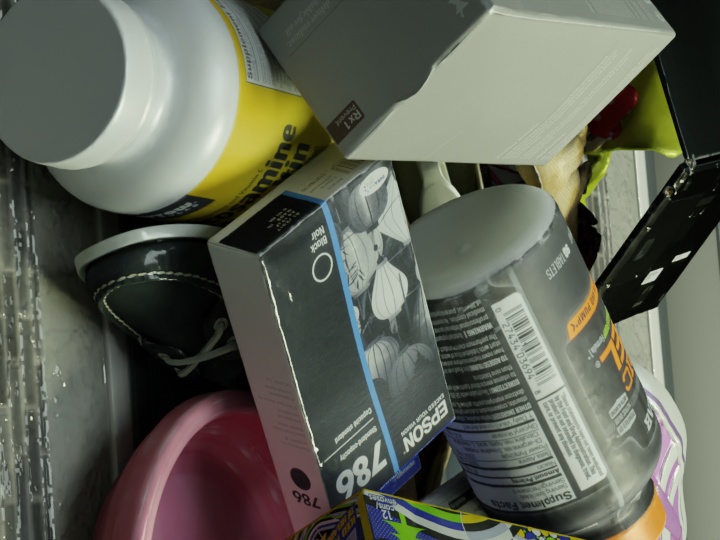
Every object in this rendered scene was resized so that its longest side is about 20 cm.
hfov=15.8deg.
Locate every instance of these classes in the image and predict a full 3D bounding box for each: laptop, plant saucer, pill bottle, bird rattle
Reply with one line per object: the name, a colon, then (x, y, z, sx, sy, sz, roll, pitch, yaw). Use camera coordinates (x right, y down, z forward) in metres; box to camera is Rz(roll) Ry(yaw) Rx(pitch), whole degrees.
laptop: (0.162, -0.073, 1.498, 0.103, 0.200, 0.177, 40, 20, 15)
plant saucer: (-0.071, 0.160, 1.260, 0.200, 0.051, 0.202, 21, 66, -59)
pill bottle: (0.091, 0.064, 1.348, 0.201, 0.106, 0.106, 63, 35, -24)
pill bottle: (-0.086, -0.079, 1.224, 0.200, 0.112, 0.113, 9, 76, -59)
bird rattle: (0.109, -0.112, 1.585, 0.163, 0.113, 0.200, 51, 18, 26)

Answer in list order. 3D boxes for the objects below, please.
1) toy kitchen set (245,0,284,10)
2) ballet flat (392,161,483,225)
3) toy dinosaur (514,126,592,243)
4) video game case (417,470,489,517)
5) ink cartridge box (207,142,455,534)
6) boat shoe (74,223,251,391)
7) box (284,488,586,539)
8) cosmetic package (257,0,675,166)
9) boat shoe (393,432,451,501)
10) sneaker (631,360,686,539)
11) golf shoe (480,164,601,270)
toy kitchen set: (-0.003, -0.224, 1.354, 0.180, 0.162, 0.201, -48, 125, -53)
ballet flat: (0.036, -0.078, 1.397, 0.069, 0.069, 0.201, -31, 109, -59)
toy dinosaur: (0.102, -0.062, 1.415, 0.200, 0.058, 0.102, 60, 30, -55)
video game case: (0.064, 0.206, 1.334, 0.183, 0.024, 0.200, 58, 35, 3)
ink cartridge box: (-0.007, 0.047, 1.252, 0.099, 0.039, 0.201, -41, 130, -35)
boat shoe: (-0.068, 0.026, 1.266, 0.200, 0.075, 0.061, 19, 54, -57)
box: (0.055, 0.165, 1.273, 0.199, 0.070, 0.065, 18, 48, -41)
cosmetic package: (0.055, -0.113, 1.244, 0.200, 0.107, 0.090, 4, 47, -58)
boat shoe: (0.037, 0.067, 1.457, 0.072, 0.065, 0.200, 61, 36, -34)
sneaker: (0.162, 0.153, 1.638, 0.114, 0.072, 0.201, -60, 143, -41)
golf shoe: (0.045, -0.047, 1.505, 0.200, 0.092, 0.073, 30, 90, -36)
